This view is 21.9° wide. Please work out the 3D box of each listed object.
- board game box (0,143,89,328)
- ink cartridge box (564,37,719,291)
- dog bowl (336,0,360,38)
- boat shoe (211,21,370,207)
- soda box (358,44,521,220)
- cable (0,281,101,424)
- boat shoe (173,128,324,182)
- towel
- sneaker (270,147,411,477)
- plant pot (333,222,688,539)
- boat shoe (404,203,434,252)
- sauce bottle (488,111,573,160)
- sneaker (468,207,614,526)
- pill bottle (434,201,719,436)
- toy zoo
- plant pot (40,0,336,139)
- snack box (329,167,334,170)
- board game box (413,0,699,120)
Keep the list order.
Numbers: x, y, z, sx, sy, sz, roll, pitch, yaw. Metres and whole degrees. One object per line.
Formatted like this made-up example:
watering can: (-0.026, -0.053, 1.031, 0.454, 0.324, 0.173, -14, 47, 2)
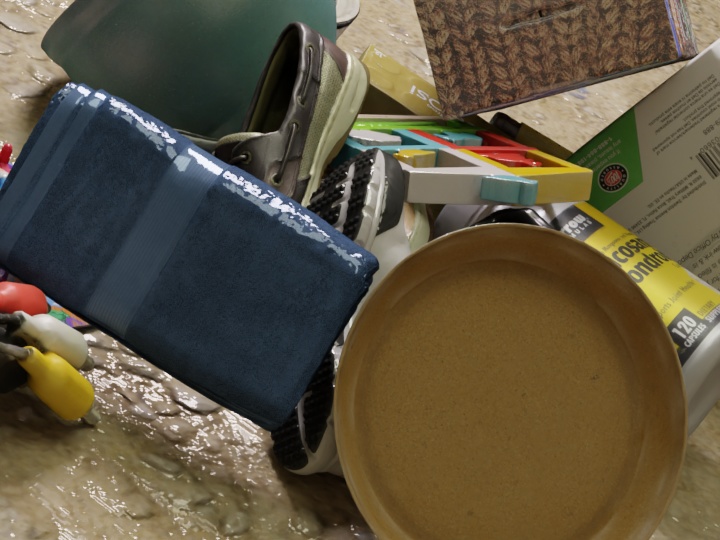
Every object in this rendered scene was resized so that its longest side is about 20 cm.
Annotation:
board game box: (-0.212, -0.042, 1.067, 0.200, 0.039, 0.158, 31, 27, 10)
ink cartridge box: (0.255, -0.040, 1.287, 0.200, 0.146, 0.084, 53, 24, 1)
dog bowl: (-0.105, -0.212, 1.444, 0.200, 0.074, 0.200, 21, 26, -11)
boat shoe: (-0.059, -0.060, 1.106, 0.066, 0.072, 0.201, 38, 61, -27)
soda box: (0.068, -0.072, 1.315, 0.200, 0.064, 0.068, 32, 26, -5)
cable: (-0.177, 0.018, 0.880, 0.097, 0.050, 0.200, 60, -1, 18)
boat shoe: (-0.067, -0.051, 1.177, 0.200, 0.071, 0.072, 2, 33, -46)
towel: (-0.096, -0.009, 0.975, 0.200, 0.112, 0.049, 31, -5, 10)
sneaker: (0.003, 0.027, 1.037, 0.080, 0.074, 0.201, 22, 63, -29)
plant pot: (0.078, 0.076, 0.983, 0.199, 0.201, 0.027, 19, -12, -13)
boat shoe: (0.000, 0.000, 1.144, 0.076, 0.072, 0.200, 20, 27, -9)
sauce bottle: (0.171, -0.042, 1.380, 0.200, 0.065, 0.065, 32, 26, -1)
sneaker: (0.095, 0.049, 1.046, 0.114, 0.076, 0.200, 56, 24, -57)
pill bottle: (0.140, 0.021, 1.181, 0.200, 0.112, 0.112, 35, 28, 20)
toy zoo: (0.052, -0.068, 1.151, 0.131, 0.021, 0.200, -2, 17, -29)
plant pot: (-0.094, -0.153, 1.242, 0.134, 0.200, 0.200, 54, 28, -2)
snack box: (0.026, -0.099, 1.404, 0.200, 0.024, 0.072, 3, 36, -38)
board game box: (0.139, -0.172, 1.278, 0.159, 0.097, 0.200, -14, 3, 15)
